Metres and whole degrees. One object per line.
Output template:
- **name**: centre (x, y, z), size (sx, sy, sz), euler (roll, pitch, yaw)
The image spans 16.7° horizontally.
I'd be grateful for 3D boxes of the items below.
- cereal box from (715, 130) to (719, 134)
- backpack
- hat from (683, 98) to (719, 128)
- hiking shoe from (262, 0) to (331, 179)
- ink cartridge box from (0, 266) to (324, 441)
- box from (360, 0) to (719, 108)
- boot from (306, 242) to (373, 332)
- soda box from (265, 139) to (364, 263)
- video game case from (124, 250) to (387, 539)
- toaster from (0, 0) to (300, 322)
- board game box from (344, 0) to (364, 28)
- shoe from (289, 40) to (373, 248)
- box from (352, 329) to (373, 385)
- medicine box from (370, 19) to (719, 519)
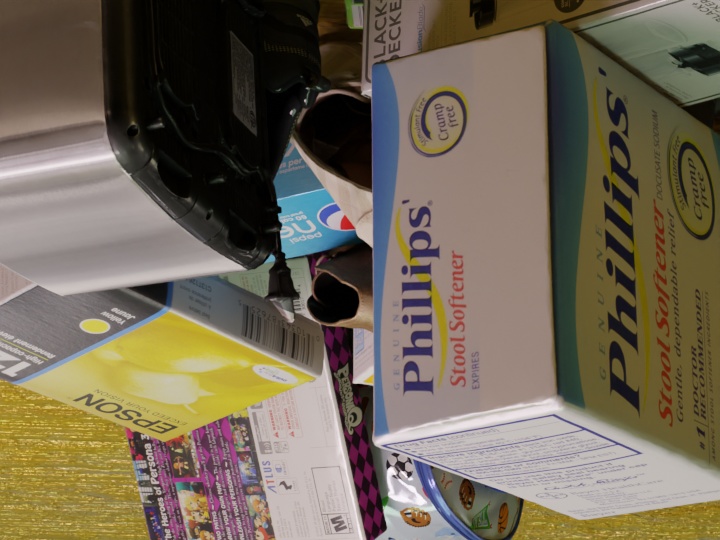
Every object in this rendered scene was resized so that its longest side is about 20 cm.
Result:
- **cereal box**: centre (0.252, -0.020, 1.392), size (0.039, 0.144, 0.200), euler (-28, -176, -35)
- **backpack**: centre (0.054, 0.105, 1.712), size (0.154, 0.191, 0.200), euler (-12, 157, 33)
- **hat**: centre (0.137, -0.078, 1.329), size (0.200, 0.081, 0.201), euler (0, 161, 0)
- **hiking shoe**: centre (-0.091, -0.061, 1.261), size (0.076, 0.101, 0.200), euler (24, 124, -30)
- **ink cartridge box**: centre (-0.161, 0.048, 1.480), size (0.200, 0.047, 0.197), euler (-27, 142, 37)
- **box**: centre (0.110, -0.117, 1.167), size (0.200, 0.060, 0.117), euler (-15, 156, 38)
- **boot**: centre (0.000, 0.000, 1.447), size (0.075, 0.074, 0.200), euler (0, -171, -14)
- **soda box**: centre (-0.041, -0.051, 1.409), size (0.200, 0.064, 0.068), euler (-11, 150, 21)
- **video game case**: centre (-0.083, 0.089, 1.652), size (0.181, 0.200, 0.036), euler (-6, -169, 33)
- **toaster**: centre (-0.117, -0.087, 1.131), size (0.118, 0.200, 0.181), euler (-10, 160, 17)
- **board game box**: centre (0.091, -0.148, 1.207), size (0.199, 0.030, 0.096), euler (2, 162, 4)
- **shoe**: centre (0.004, -0.071, 1.251), size (0.070, 0.200, 0.053), euler (-39, 127, 6)
- **box**: centre (0.071, 0.000, 1.517), size (0.101, 0.113, 0.200), euler (6, 162, -16)
- **medicine box**: centre (0.097, 0.007, 1.154), size (0.103, 0.183, 0.200), euler (-12, 159, 31)
